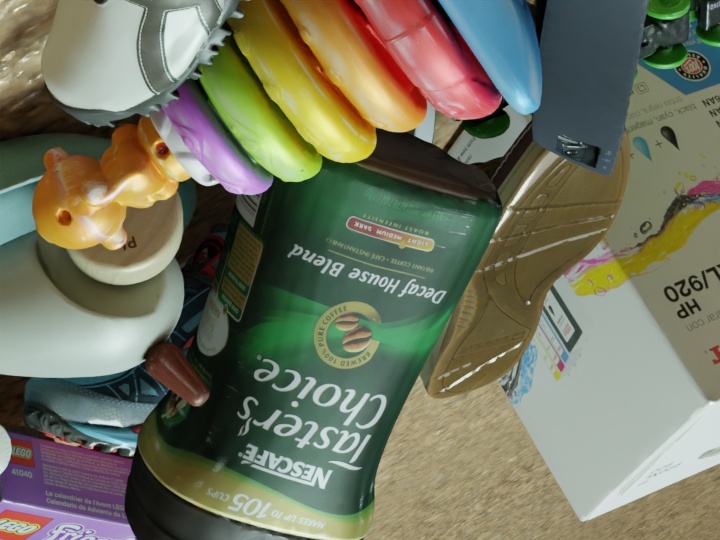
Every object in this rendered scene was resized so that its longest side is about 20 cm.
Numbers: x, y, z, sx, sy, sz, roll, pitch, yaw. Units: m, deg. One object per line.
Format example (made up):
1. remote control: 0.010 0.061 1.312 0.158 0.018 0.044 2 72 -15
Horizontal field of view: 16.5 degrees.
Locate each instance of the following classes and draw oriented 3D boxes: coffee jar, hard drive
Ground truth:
1. coffee jar: -0.024 0.037 1.045 0.104 0.085 0.200 15 107 -24
2. hard drive: 0.092 -0.127 0.988 0.042 0.135 0.200 3 163 3

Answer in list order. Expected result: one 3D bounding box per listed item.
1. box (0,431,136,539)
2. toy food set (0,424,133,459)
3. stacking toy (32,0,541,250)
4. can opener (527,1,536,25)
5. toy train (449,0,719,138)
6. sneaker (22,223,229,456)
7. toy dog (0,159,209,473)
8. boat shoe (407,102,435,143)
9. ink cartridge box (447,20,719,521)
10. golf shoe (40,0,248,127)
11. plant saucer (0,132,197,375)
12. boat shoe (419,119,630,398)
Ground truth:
1. box: -0.132 0.137 1.192 0.200 0.039 0.137 17 141 -40
2. toy food set: -0.195 0.129 1.262 0.200 0.049 0.198 8 152 -26
3. stacking toy: -0.037 -0.067 0.918 0.200 0.116 0.110 -33 -167 11
4. can opener: 0.003 -0.102 1.025 0.200 0.053 0.066 -13 155 -46
5. toy train: 0.118 -0.116 1.169 0.200 0.056 0.042 -23 134 -21
6. sneaker: -0.078 0.025 1.169 0.200 0.096 0.079 -16 -160 -42
7. toy dog: -0.141 0.042 0.991 0.200 0.096 0.132 -33 163 8
8. boat shoe: 0.002 0.001 1.138 0.068 0.074 0.199 10 92 -50
9. ink cartridge box: 0.150 -0.002 1.299 0.147 0.200 0.145 -20 160 -32
10. golf shoe: -0.073 -0.124 0.830 0.094 0.078 0.200 7 141 -35
11. plant saucer: -0.165 -0.003 1.052 0.200 0.036 0.200 -27 163 -9
12. boat shoe: 0.063 -0.022 1.165 0.072 0.072 0.200 -13 149 -25
